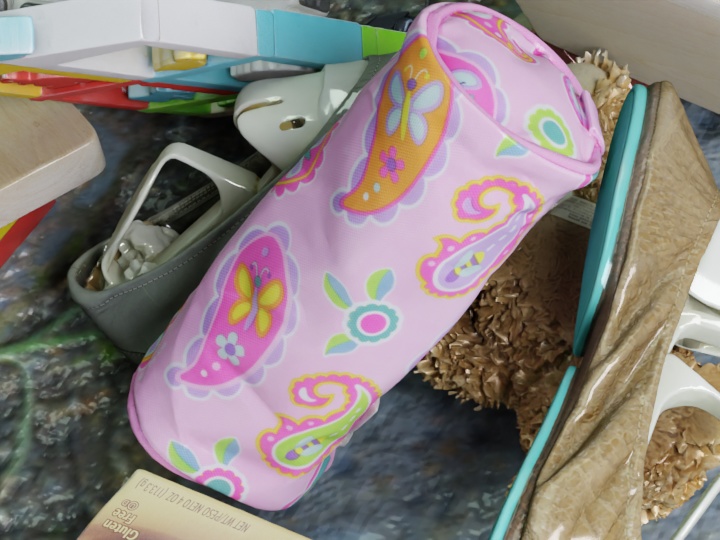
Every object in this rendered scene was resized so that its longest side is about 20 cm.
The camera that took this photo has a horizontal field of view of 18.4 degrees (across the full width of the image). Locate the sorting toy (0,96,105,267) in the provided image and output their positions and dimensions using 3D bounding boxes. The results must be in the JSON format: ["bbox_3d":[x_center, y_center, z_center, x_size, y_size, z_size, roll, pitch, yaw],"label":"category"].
[{"bbox_3d":[-0.233,-0.035,0.975,0.199,0.070,0.200,-30,44,-15],"label":"sorting toy"}]

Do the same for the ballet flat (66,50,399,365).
[{"bbox_3d":[-0.039,-0.036,0.854,0.200,0.064,0.067,-39,18,27],"label":"ballet flat"}]

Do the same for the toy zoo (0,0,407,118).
[{"bbox_3d":[-0.082,-0.084,0.871,0.131,0.020,0.200,-6,-5,41],"label":"toy zoo"}]

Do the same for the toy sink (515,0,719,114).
[{"bbox_3d":[0.156,-0.168,0.838,0.130,0.112,0.200,26,79,32],"label":"toy sink"}]

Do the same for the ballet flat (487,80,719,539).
[{"bbox_3d":[0.096,0.033,0.726,0.072,0.068,0.200,18,64,4],"label":"ballet flat"}]

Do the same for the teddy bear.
[{"bbox_3d":[0.081,0.008,0.820,0.145,0.067,0.200,-36,55,-4],"label":"teddy bear"}]

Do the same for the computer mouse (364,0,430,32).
[{"bbox_3d":[0.029,-0.124,1.016,0.059,0.034,0.200,0,45,18],"label":"computer mouse"}]

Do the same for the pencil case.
[{"bbox_3d":[0.000,0.000,0.781,0.200,0.087,0.087,-50,33,28],"label":"pencil case"}]

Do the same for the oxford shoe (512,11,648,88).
[{"bbox_3d":[0.052,-0.053,0.927,0.200,0.071,0.074,-39,10,-13],"label":"oxford shoe"}]

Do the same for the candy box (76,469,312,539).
[{"bbox_3d":[-0.026,0.150,0.730,0.200,0.055,0.115,19,53,31],"label":"candy box"}]

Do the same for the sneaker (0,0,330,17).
[{"bbox_3d":[-0.115,-0.124,0.991,0.200,0.077,0.085,11,3,-25],"label":"sneaker"}]
